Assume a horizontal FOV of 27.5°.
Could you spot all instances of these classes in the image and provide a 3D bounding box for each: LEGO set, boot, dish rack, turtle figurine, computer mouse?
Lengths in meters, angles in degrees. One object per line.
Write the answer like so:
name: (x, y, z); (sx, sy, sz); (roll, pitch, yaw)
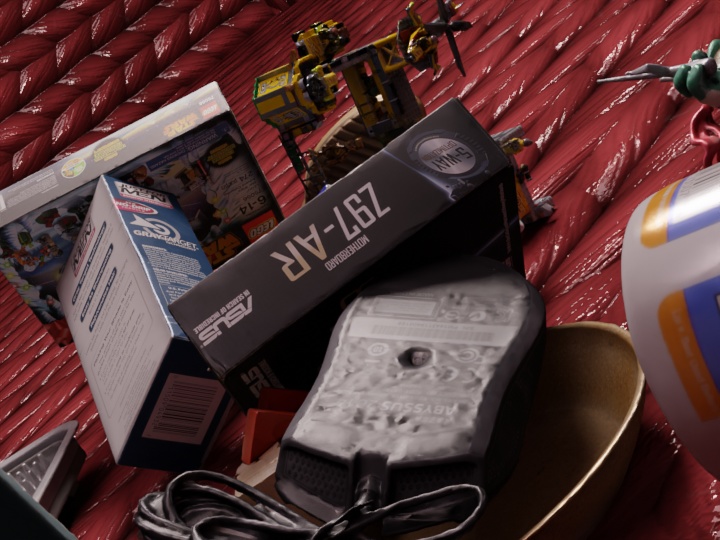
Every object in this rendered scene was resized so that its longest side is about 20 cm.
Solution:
LEGO set: (0.037, -0.075, 0.918); (0.116, 0.201, 0.154); (-16, 4, 40)
boot: (0.006, -0.089, 1.105); (0.200, 0.072, 0.167); (-58, 5, 38)
dish rack: (-0.264, 0.191, 1.007); (0.171, 0.044, 0.200); (-33, 14, 11)
turtle figurine: (0.233, -0.119, 0.757); (0.199, 0.101, 0.150); (-1, 48, 39)
computer mouse: (0.014, 0.065, 0.577); (0.138, 0.053, 0.200); (5, 35, 24)

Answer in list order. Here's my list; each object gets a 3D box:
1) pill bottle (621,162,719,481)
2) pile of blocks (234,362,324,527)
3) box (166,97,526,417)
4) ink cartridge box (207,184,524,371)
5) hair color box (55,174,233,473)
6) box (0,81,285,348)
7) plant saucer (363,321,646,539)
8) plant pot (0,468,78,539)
pill bottle: (0.193, -0.008, 0.461); (0.199, 0.112, 0.112); (-24, 18, 34)
pile of blocks: (-0.044, 0.094, 0.627); (0.082, 0.062, 0.200); (-24, 18, 36)
box: (0.005, 0.019, 0.721); (0.160, 0.044, 0.200); (-36, -22, -7)
ink cartridge box: (0.000, 0.000, 0.785); (0.100, 0.039, 0.200); (-49, -24, 26)
hair color box: (-0.140, 0.032, 0.967); (0.100, 0.060, 0.200); (-63, 34, 22)
box: (-0.165, -0.037, 1.077); (0.199, 0.137, 0.040); (-28, 49, -1)
plant saucer: (0.042, 0.097, 0.621); (0.200, 0.036, 0.200); (-33, 15, 10)
plant pot: (-0.279, 0.198, 0.738); (0.200, 0.196, 0.196); (-40, 12, 17)
